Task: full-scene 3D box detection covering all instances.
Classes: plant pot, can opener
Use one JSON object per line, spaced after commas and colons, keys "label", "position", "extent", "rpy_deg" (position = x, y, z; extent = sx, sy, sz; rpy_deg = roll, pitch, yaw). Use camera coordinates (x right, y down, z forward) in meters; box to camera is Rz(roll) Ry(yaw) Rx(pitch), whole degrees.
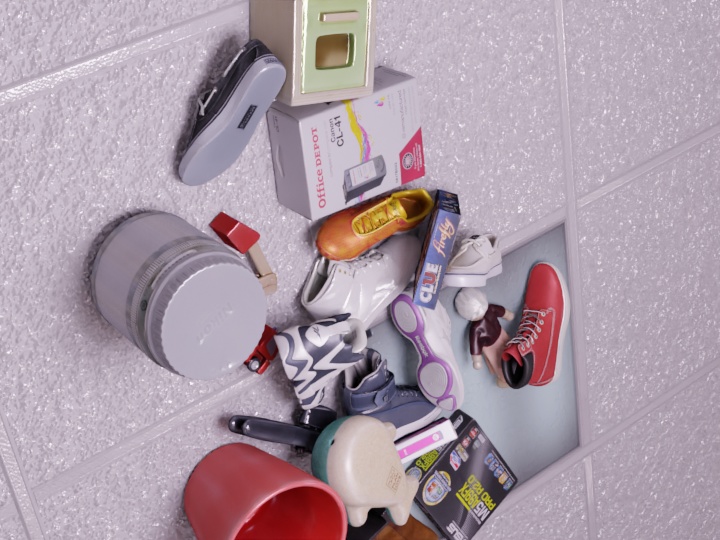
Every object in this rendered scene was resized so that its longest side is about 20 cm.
{"label": "plant pot", "position": [-0.146, 0.342, 1.650], "extent": [0.198, 0.177, 0.204], "rpy_deg": [-16, 119, -31]}
{"label": "can opener", "position": [-0.113, 0.229, 1.707], "extent": [0.198, 0.063, 0.080], "rpy_deg": [12, 77, -46]}

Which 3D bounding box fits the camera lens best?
{"label": "camera lens", "position": [-0.223, 0.028, 1.443], "extent": [0.158, 0.199, 0.163], "rpy_deg": [-15, 117, -32]}

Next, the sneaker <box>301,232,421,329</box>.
{"label": "sneaker", "position": [0.000, 0.000, 1.697], "extent": [0.201, 0.073, 0.116], "rpy_deg": [-52, 128, -15]}

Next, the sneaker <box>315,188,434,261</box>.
{"label": "sneaker", "position": [0.017, -0.073, 1.668], "extent": [0.198, 0.077, 0.074], "rpy_deg": [-28, 79, -35]}

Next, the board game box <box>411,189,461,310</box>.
{"label": "board game box", "position": [0.108, -0.034, 1.702], "extent": [0.034, 0.200, 0.138], "rpy_deg": [15, 101, 0]}

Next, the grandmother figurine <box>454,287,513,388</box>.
{"label": "grandmother figurine", "position": [0.206, 0.105, 1.920], "extent": [0.201, 0.060, 0.122], "rpy_deg": [58, 43, -35]}

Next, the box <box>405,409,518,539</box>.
{"label": "box", "position": [0.167, 0.353, 1.996], "extent": [0.160, 0.044, 0.201], "rpy_deg": [-47, 130, -14]}

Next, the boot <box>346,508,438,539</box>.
{"label": "boot", "position": [0.028, 0.460, 1.936], "extent": [0.189, 0.068, 0.201], "rpy_deg": [-54, 139, -18]}

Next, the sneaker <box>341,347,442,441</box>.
{"label": "sneaker", "position": [0.052, 0.174, 1.809], "extent": [0.201, 0.076, 0.149], "rpy_deg": [-27, 116, -39]}

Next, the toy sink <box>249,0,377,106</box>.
{"label": "toy sink", "position": [-0.056, -0.321, 1.490], "extent": [0.129, 0.111, 0.204], "rpy_deg": [-12, 115, -35]}

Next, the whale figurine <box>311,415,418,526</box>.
{"label": "whale figurine", "position": [0.005, 0.292, 1.717], "extent": [0.200, 0.103, 0.161], "rpy_deg": [43, 57, -41]}

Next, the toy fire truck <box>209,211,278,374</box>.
{"label": "toy fire truck", "position": [-0.157, 0.034, 1.601], "extent": [0.142, 0.048, 0.200], "rpy_deg": [-52, 132, -11]}

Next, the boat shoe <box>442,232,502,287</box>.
{"label": "boat shoe", "position": [0.169, -0.020, 1.791], "extent": [0.199, 0.070, 0.071], "rpy_deg": [-21, 113, -63]}

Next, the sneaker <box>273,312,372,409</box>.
{"label": "sneaker", "position": [-0.039, 0.121, 1.654], "extent": [0.128, 0.080, 0.200], "rpy_deg": [-20, 147, -1]}

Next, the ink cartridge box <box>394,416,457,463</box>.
{"label": "ink cartridge box", "position": [0.051, 0.282, 1.821], "extent": [0.198, 0.095, 0.038], "rpy_deg": [-28, 87, -4]}

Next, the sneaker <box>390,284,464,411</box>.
{"label": "sneaker", "position": [0.119, 0.112, 1.803], "extent": [0.099, 0.074, 0.203], "rpy_deg": [-31, 103, -52]}

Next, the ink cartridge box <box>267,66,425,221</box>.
{"label": "ink cartridge box", "position": [-0.016, -0.172, 1.604], "extent": [0.198, 0.085, 0.150], "rpy_deg": [-25, 122, -30]}

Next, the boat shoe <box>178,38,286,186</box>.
{"label": "boat shoe", "position": [-0.171, -0.197, 1.479], "extent": [0.073, 0.068, 0.200], "rpy_deg": [1, 132, -49]}

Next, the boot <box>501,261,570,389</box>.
{"label": "boot", "position": [0.275, 0.087, 1.913], "extent": [0.143, 0.071, 0.204], "rpy_deg": [3, 90, -55]}
